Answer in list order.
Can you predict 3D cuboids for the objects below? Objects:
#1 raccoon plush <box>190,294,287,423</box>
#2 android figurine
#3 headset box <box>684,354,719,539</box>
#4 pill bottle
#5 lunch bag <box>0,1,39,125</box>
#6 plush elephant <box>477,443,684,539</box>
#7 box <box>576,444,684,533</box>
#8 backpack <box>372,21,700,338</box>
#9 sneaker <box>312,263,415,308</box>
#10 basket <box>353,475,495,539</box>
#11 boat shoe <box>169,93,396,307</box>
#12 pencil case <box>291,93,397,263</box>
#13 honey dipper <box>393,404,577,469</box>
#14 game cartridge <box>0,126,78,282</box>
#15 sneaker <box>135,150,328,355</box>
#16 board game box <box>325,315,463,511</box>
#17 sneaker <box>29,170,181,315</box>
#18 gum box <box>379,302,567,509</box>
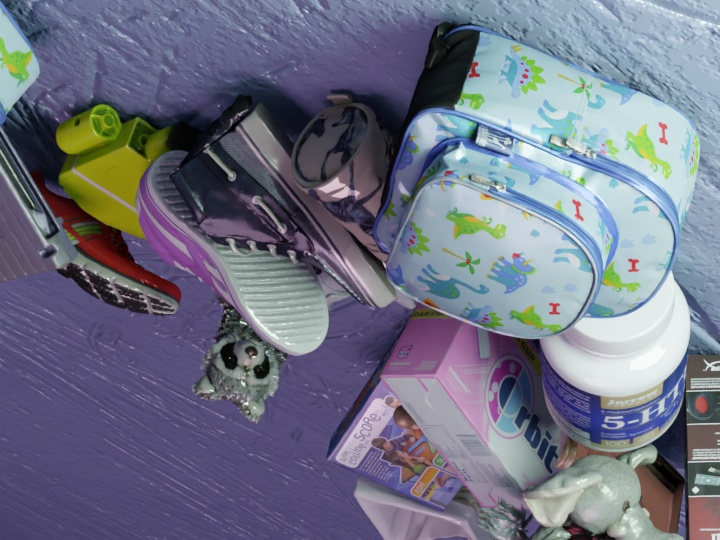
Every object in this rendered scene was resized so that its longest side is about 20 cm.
[{"bbox_3d":[-0.105,0.101,1.687,0.096,0.135,0.200,14,156,13],"label":"raccoon plush"},{"bbox_3d":[-0.184,-0.078,1.477,0.182,0.041,0.199,33,153,-28],"label":"android figurine"},{"bbox_3d":[0.312,0.192,1.431,0.074,0.201,0.149,-1,154,11],"label":"headset box"},{"bbox_3d":[0.201,0.056,1.340,0.119,0.120,0.200,14,157,15],"label":"pill bottle"},{"bbox_3d":[-0.366,-0.183,1.331,0.199,0.083,0.161,2,138,36],"label":"lunch bag"},{"bbox_3d":[0.201,0.224,1.404,0.200,0.164,0.155,46,130,22],"label":"plush elephant"},{"bbox_3d":[0.243,0.184,1.623,0.163,0.021,0.200,45,167,24],"label":"box"},{"bbox_3d":[0.116,-0.044,1.133,0.199,0.148,0.183,17,146,-2],"label":"backpack"},{"bbox_3d":[0.000,0.000,1.446,0.114,0.075,0.200,22,154,5],"label":"sneaker"},{"bbox_3d":[0.093,0.239,1.842,0.135,0.124,0.200,12,155,22],"label":"basket"},{"bbox_3d":[-0.063,-0.034,1.322,0.200,0.093,0.075,52,-170,-8],"label":"boat shoe"},{"bbox_3d":[0.034,-0.049,1.296,0.077,0.090,0.200,-18,135,40],"label":"pencil case"},{"bbox_3d":[0.116,0.155,1.586,0.199,0.038,0.038,13,163,-30],"label":"honey dipper"},{"bbox_3d":[-0.336,-0.086,1.499,0.129,0.038,0.201,-7,116,56],"label":"game cartridge"},{"bbox_3d":[-0.110,-0.008,1.407,0.201,0.073,0.114,51,154,-2],"label":"sneaker"},{"bbox_3d":[0.067,0.142,1.649,0.135,0.035,0.200,25,130,-9],"label":"board game box"},{"bbox_3d":[-0.246,-0.030,1.575,0.199,0.085,0.077,31,162,7],"label":"sneaker"},{"bbox_3d":[0.112,0.113,1.502,0.066,0.114,0.200,-3,135,41],"label":"gum box"}]
